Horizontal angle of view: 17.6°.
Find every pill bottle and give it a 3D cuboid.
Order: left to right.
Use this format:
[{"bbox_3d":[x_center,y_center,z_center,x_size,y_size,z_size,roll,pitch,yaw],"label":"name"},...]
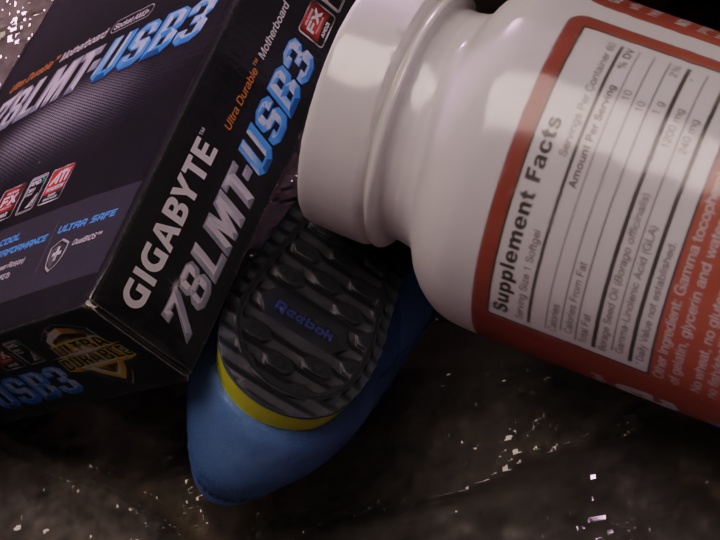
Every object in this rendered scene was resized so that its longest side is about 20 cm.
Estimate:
[{"bbox_3d":[0.087,-0.021,0.703,0.199,0.112,0.113,21,65,15],"label":"pill bottle"}]

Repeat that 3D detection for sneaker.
[{"bbox_3d":[0.000,0.000,0.791,0.066,0.079,0.200,33,51,5],"label":"sneaker"}]

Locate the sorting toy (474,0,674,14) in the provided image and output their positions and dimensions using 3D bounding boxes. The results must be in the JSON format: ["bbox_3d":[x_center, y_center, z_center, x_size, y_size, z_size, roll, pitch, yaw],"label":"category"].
[{"bbox_3d":[0.118,-0.126,0.773,0.199,0.185,0.037,-25,83,2],"label":"sorting toy"}]

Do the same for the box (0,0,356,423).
[{"bbox_3d":[-0.085,-0.044,0.811,0.199,0.050,0.200,-16,45,54],"label":"box"}]
